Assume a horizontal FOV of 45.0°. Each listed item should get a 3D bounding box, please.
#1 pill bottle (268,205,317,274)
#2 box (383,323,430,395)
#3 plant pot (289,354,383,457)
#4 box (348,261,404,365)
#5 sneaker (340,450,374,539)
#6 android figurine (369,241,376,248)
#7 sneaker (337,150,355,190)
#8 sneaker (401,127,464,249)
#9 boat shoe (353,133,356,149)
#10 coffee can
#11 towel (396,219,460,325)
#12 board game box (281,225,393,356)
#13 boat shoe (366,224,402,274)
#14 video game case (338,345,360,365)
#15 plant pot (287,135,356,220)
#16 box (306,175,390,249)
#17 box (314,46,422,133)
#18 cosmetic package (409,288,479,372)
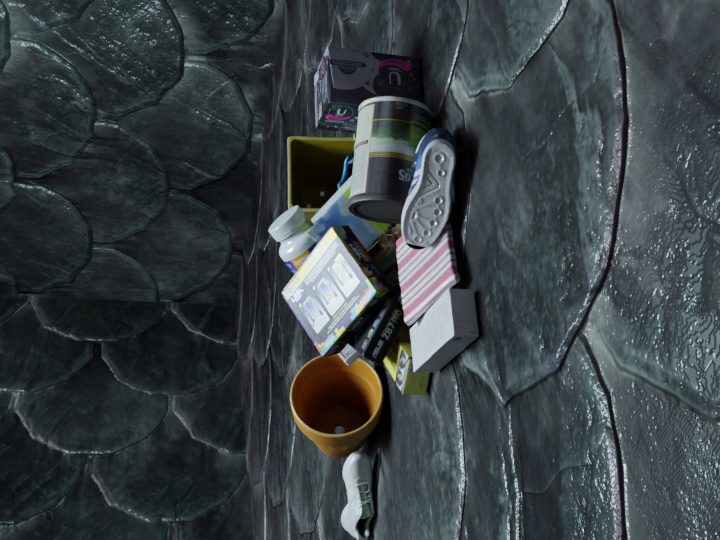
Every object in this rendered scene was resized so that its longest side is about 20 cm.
[{"bbox_3d":[-0.098,-0.032,1.802,0.112,0.200,0.112,-35,18,14],"label":"pill bottle"},{"bbox_3d":[0.083,0.163,1.673,0.200,0.050,0.076,-121,40,-67],"label":"box"},{"bbox_3d":[-0.048,0.313,1.904,0.184,0.198,0.202,87,176,-53],"label":"plant pot"},{"bbox_3d":[0.049,0.072,1.693,0.201,0.049,0.161,-62,14,0],"label":"box"},{"bbox_3d":[0.004,0.490,1.886,0.080,0.070,0.203,-149,57,-63],"label":"sneaker"},{"bbox_3d":[-0.019,-0.101,1.895,0.041,0.199,0.183,48,-163,-39],"label":"android figurine"},{"bbox_3d":[0.014,-0.231,1.802,0.073,0.082,0.202,11,77,34],"label":"sneaker"},{"bbox_3d":[0.123,-0.151,1.533,0.147,0.080,0.202,-79,2,-69],"label":"sneaker"},{"bbox_3d":[0.023,-0.259,1.893,0.062,0.074,0.202,35,-123,-54],"label":"boat shoe"},{"bbox_3d":[0.057,-0.205,1.637,0.146,0.145,0.202,145,132,-71],"label":"coffee can"},{"bbox_3d":[0.120,-0.018,1.539,0.146,0.030,0.202,-46,35,40],"label":"towel"},{"bbox_3d":[-0.048,0.041,1.686,0.200,0.056,0.166,-50,63,32],"label":"board game box"},{"bbox_3d":[0.034,-0.035,1.714,0.201,0.063,0.073,-48,17,21],"label":"boat shoe"},{"bbox_3d":[-0.001,0.127,1.881,0.143,0.017,0.200,-42,18,-4],"label":"video game case"},{"bbox_3d":[-0.087,-0.194,2.138,0.200,0.193,0.196,111,158,-69],"label":"plant pot"},{"bbox_3d":[-0.004,-0.114,1.748,0.200,0.122,0.048,-46,19,1],"label":"box"},{"bbox_3d":[0.015,-0.359,1.755,0.115,0.198,0.134,132,138,-64],"label":"box"},{"bbox_3d":[0.140,0.105,1.477,0.200,0.050,0.083,125,143,-62],"label":"cosmetic package"}]
